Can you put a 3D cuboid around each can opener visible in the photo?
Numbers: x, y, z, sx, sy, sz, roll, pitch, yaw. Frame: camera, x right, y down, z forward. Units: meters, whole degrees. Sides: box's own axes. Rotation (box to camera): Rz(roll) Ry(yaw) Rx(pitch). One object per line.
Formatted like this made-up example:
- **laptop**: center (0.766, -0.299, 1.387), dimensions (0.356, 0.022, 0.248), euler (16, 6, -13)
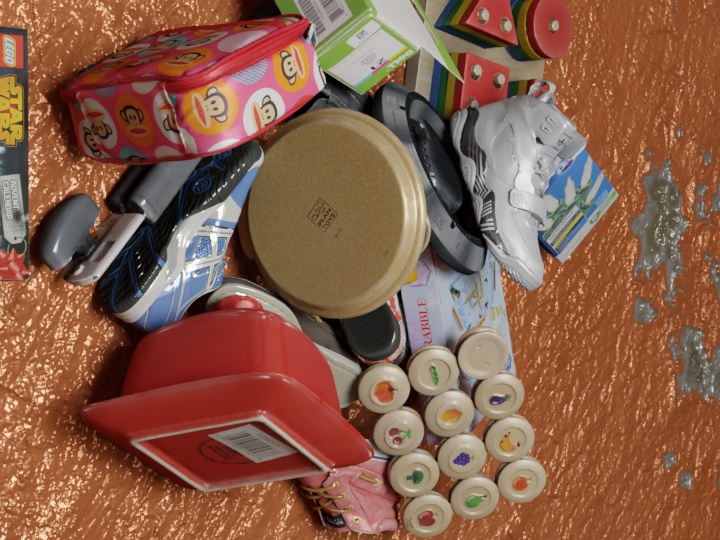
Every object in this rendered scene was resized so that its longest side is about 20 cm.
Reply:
- **can opener**: center (-0.197, -0.071, 1.227), dimensions (0.067, 0.053, 0.201), euler (51, 57, -33)

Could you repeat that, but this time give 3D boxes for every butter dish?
- **butter dish**: center (-0.107, 0.091, 1.235), dimensions (0.200, 0.198, 0.149), euler (48, 37, -52)

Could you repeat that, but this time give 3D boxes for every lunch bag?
- **lunch bag**: center (-0.128, -0.154, 1.188), dimensions (0.176, 0.199, 0.082), euler (-36, 117, -40)

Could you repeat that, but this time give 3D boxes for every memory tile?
- **memory tile**: center (0.091, 0.158, 1.394), dimensions (0.152, 0.017, 0.201), euler (-19, 114, -1)

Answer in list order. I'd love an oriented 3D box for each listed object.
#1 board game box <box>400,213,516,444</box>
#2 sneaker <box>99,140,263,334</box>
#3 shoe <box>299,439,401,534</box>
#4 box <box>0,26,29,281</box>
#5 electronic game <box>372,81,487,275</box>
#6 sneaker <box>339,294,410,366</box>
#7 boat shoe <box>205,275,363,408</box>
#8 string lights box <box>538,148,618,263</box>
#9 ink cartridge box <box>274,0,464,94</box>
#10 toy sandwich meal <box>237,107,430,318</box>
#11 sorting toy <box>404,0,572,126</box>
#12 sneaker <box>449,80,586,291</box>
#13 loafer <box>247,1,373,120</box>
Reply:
- **board game box**: center (0.101, 0.049, 1.483), dimensions (0.200, 0.041, 0.201), euler (-34, 117, -63)
- **sneaker**: center (-0.148, -0.030, 1.272), dimensions (0.200, 0.075, 0.077), euler (-55, 133, -16)
- **shoe**: center (-0.026, 0.205, 1.395), dimensions (0.199, 0.071, 0.092), euler (15, 79, -47)
- **box**: center (-0.322, -0.090, 1.113), dimensions (0.136, 0.040, 0.201), euler (-3, 94, -45)
- **electronic game**: center (0.068, -0.089, 1.388), dimensions (0.200, 0.041, 0.201), euler (52, 23, -32)
- **sneaker**: center (-0.001, 0.001, 1.421), dimensions (0.108, 0.067, 0.203), euler (59, 16, -72)
- **boat shoe**: center (-0.073, 0.059, 1.350), dimensions (0.072, 0.060, 0.200), euler (-42, 128, 16)
- **string lights box**: center (0.198, -0.090, 1.542), dimensions (0.103, 0.059, 0.200), euler (-51, 151, 2)
- **ink cartridge box**: center (0.000, -0.237, 1.350), dimensions (0.200, 0.076, 0.148), euler (24, 35, -58)
- **toy sandwich meal**: center (-0.023, -0.051, 1.302), dimensions (0.070, 0.204, 0.207), euler (-9, 99, -62)
- **sorting toy**: center (0.145, -0.227, 1.542), dimensions (0.199, 0.069, 0.200), euler (12, 83, -44)
- **sneaker**: center (0.164, -0.087, 1.398), dimensions (0.075, 0.114, 0.201), euler (28, 41, -59)
- **loafer**: center (-0.043, -0.161, 1.363), dimensions (0.201, 0.068, 0.071), euler (48, 58, -26)
